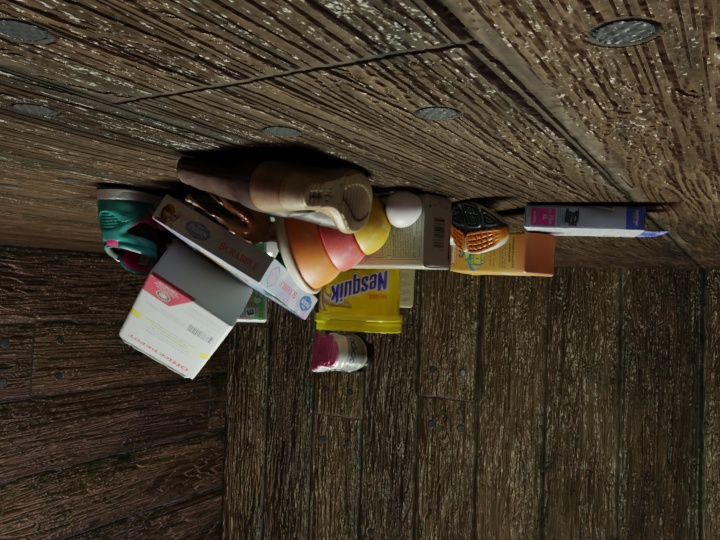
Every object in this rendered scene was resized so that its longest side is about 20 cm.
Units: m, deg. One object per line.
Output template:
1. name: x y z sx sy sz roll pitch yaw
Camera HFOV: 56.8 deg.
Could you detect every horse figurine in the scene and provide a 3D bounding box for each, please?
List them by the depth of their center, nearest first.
1. horse figurine: -0.161 -0.073 0.917 0.131 0.051 0.200 29 177 4

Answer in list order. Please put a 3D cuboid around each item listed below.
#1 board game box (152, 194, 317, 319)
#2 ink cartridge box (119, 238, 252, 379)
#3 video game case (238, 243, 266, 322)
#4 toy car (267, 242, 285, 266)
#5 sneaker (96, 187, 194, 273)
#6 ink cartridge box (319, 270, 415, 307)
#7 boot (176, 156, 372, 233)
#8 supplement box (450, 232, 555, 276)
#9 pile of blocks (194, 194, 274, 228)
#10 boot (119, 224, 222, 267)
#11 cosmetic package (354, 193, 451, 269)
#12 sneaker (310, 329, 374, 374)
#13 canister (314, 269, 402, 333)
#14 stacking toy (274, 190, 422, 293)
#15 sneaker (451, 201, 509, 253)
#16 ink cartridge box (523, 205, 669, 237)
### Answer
1. board game box: -0.177 -0.014 0.972 0.198 0.042 0.200 29 170 21
2. ink cartridge box: -0.280 0.067 1.051 0.144 0.084 0.200 34 135 -11
3. video game case: -0.258 -0.009 1.200 0.178 0.204 0.022 3 165 -18
4. toy car: -0.188 -0.023 1.440 0.198 0.153 0.173 0 177 43
5. sneaker: -0.324 -0.056 1.030 0.082 0.123 0.199 2 179 26
6. ink cartridge box: 0.018 -0.009 1.397 0.197 0.168 0.075 4 180 -31
7. boot: -0.088 -0.096 0.758 0.164 0.074 0.199 15 -175 25
8. supplement box: 0.230 -0.026 1.106 0.068 0.068 0.199 3 178 -26
9. pile of blocks: -0.183 -0.079 1.084 0.197 0.064 0.081 3 178 -41
10. boot: -0.308 -0.044 1.125 0.196 0.074 0.091 -7 -143 -13
11. cosmetic package: 0.034 -0.054 0.992 0.197 0.108 0.070 3 179 40
12. sneaker: -0.030 0.140 1.130 0.086 0.075 0.200 10 171 -15
13. canister: 0.000 0.000 1.131 0.145 0.205 0.086 1 178 11
14. stacking toy: -0.008 -0.060 0.919 0.196 0.149 0.146 -15 174 13
15. sneaker: 0.176 -0.070 1.024 0.090 0.077 0.199 -5 -171 -25
16. ink cartridge box: 0.349 -0.073 1.002 0.196 0.043 0.119 5 180 16
